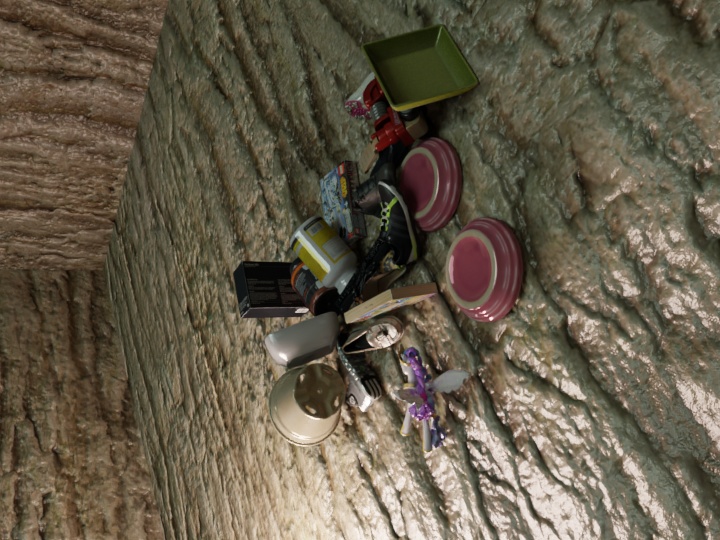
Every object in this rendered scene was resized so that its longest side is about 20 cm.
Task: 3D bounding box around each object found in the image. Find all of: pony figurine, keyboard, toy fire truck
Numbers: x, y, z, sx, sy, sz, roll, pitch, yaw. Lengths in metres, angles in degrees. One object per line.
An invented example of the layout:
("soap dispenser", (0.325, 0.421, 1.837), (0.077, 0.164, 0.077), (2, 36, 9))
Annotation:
("pony figurine", (0.131, 0.269, 1.536), (0.192, 0.163, 0.206), (21, 122, 63))
("keyboard", (0.000, 0.000, 1.700), (0.203, 0.039, 0.104), (-58, 24, -1))
("toy fire truck", (0.051, -0.330, 1.636), (0.197, 0.128, 0.179), (-29, 55, 17))

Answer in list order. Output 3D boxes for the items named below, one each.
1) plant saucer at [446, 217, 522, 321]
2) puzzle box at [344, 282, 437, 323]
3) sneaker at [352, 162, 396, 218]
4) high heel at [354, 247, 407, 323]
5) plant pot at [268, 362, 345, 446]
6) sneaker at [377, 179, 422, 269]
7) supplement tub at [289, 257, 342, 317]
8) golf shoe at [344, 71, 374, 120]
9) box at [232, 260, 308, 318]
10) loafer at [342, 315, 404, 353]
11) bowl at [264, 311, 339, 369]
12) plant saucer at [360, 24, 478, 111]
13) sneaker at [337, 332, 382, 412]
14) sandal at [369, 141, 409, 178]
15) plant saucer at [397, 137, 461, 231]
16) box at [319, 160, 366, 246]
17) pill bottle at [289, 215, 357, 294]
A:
("plant saucer", (0.233, -0.002, 1.438), (0.199, 0.050, 0.207), (-3, 86, 58))
("puzzle box", (0.066, 0.073, 1.634), (0.199, 0.130, 0.026), (-31, 72, 53))
("sneaker", (0.032, -0.181, 1.687), (0.201, 0.088, 0.078), (115, 155, -60))
("high heel", (0.047, 0.044, 1.714), (0.142, 0.070, 0.205), (30, 105, 60))
("plant pot", (-0.119, 0.318, 1.816), (0.184, 0.195, 0.206), (127, 134, -63))
("sneaker", (0.072, -0.097, 1.600), (0.204, 0.082, 0.072), (66, 165, -16))
("supplement tub", (-0.121, 0.040, 1.946), (0.200, 0.105, 0.109), (47, 127, 47))
("golf shoe", (0.027, -0.432, 1.780), (0.199, 0.074, 0.093), (-15, 48, 61))
("box", (-0.247, 0.054, 2.057), (0.079, 0.196, 0.145), (-38, 58, 49))
("loafer", (0.028, 0.163, 1.731), (0.073, 0.063, 0.198), (55, 143, -7))
("bowl", (-0.140, 0.186, 1.865), (0.201, 0.195, 0.076), (97, 152, -71))
("plant saucer", (0.121, -0.417, 1.538), (0.048, 0.195, 0.203), (89, 161, -56))
("sneaker", (-0.023, 0.264, 1.822), (0.202, 0.073, 0.117), (62, 139, 36))
("sandal", (0.066, -0.272, 1.722), (0.077, 0.042, 0.203), (57, 134, 40))
("plant saucer", (0.141, -0.189, 1.598), (0.199, 0.050, 0.207), (-3, 86, 58))
("box", (-0.048, -0.164, 1.898), (0.136, 0.039, 0.206), (-27, 67, 55))
("pill bottle", (-0.079, -0.031, 1.831), (0.201, 0.111, 0.113), (48, 132, 11))
